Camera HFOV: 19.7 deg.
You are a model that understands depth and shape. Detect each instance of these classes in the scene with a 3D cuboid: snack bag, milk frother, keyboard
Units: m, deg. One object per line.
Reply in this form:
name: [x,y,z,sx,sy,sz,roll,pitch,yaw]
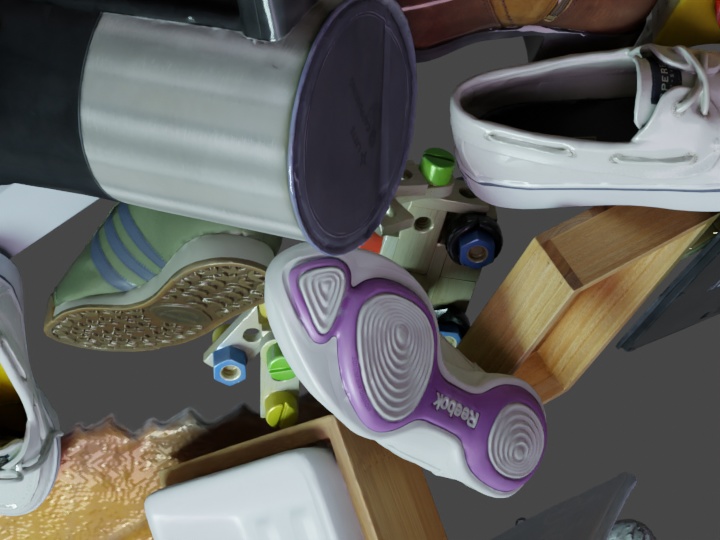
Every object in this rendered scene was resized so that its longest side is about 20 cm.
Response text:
snack bag: [0.066,0.194,1.189,0.200,0.189,0.021,-31,96,25]
milk frother: [-0.106,-0.064,0.878,0.187,0.200,0.181,11,149,26]
keyboard: [-0.208,-0.019,1.088,0.200,0.011,0.056,-32,132,22]
keyboard: [0.208,-0.014,1.059,0.127,0.021,0.200,-21,166,-17]

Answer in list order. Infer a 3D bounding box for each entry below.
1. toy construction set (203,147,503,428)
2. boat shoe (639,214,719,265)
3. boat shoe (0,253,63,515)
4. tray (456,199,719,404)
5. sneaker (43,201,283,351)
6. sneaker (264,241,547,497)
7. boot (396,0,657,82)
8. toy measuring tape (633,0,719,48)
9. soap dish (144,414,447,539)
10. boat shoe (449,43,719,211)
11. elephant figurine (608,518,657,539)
toy construction set: [0.000,0.000,1.075,0.131,0.092,0.200,8,141,-12]
boat shoe: [0.210,-0.068,1.037,0.066,0.074,0.200,5,143,-42]
boat shoe: [-0.202,0.086,1.125,0.074,0.086,0.202,0,136,-4]
tray: [0.098,0.025,1.063,0.098,0.037,0.200,-27,163,-29]
sneaker: [-0.096,-0.018,1.057,0.067,0.090,0.200,17,159,-29]
sneaker: [0.005,0.049,0.986,0.099,0.075,0.200,14,159,43]
boot: [0.075,-0.183,0.927,0.187,0.069,0.200,12,129,-15]
toy measuring tape: [0.174,-0.117,0.999,0.073,0.074,0.200,13,138,-15]
soap dish: [-0.027,0.164,1.134,0.081,0.158,0.200,-19,178,-35]
boat shoe: [0.139,-0.074,0.957,0.199,0.072,0.066,0,148,15]
elephant figurine: [0.147,0.260,1.235,0.141,0.200,0.155,-32,127,21]
